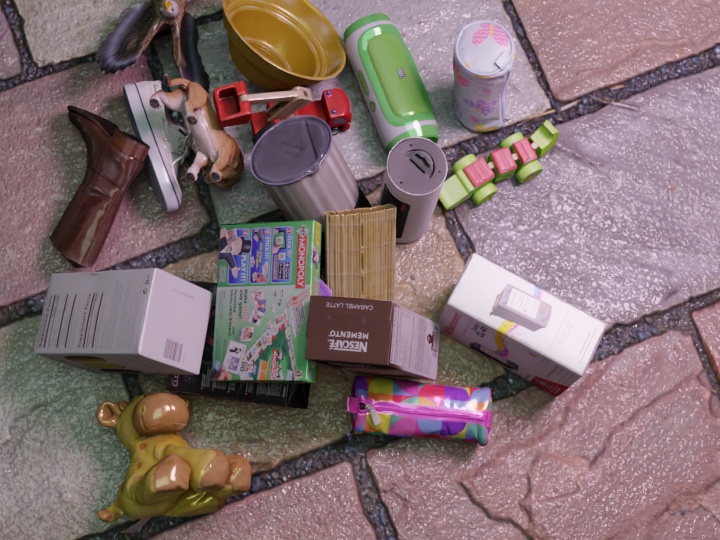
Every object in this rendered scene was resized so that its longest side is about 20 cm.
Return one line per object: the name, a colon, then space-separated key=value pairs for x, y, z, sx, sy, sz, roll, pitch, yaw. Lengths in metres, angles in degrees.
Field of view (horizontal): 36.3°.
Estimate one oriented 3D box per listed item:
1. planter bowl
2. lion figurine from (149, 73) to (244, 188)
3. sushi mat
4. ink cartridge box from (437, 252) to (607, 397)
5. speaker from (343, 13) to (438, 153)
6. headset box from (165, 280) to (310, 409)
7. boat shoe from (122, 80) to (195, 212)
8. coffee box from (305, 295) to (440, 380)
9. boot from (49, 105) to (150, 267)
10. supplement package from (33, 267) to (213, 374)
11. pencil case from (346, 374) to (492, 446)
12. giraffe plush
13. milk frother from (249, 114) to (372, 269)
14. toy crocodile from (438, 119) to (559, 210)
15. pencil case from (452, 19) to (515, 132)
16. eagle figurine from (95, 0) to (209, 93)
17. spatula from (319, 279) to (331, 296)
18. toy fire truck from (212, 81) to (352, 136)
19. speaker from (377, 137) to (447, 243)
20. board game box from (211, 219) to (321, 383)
planter bowl: x=-0.125 y=-0.318 z=1.569 sx=0.199 sy=0.084 sz=0.202 roll=23 pitch=41 yaw=-22
lion figurine: x=-0.213 y=-0.194 z=1.489 sx=0.072 sy=0.202 sz=0.123 roll=-5 pitch=31 yaw=17
sushi mat: x=0.000 y=0.000 z=1.469 sx=0.094 sy=0.202 sz=0.012 roll=-5 pitch=39 yaw=-7
ink cartridge box: x=0.209 y=0.075 z=1.468 sx=0.198 sy=0.148 sz=0.086 roll=27 pitch=74 yaw=5
speaker: x=0.044 y=-0.264 z=1.583 sx=0.088 sy=0.089 sz=0.202 roll=-20 pitch=77 yaw=-8
headset box: x=-0.162 y=0.096 z=1.446 sx=0.198 sy=0.075 sz=0.151 roll=3 pitch=81 yaw=21
boat shoe: x=-0.269 y=-0.182 z=1.556 sx=0.085 sy=0.075 sz=0.204 roll=-16 pitch=69 yaw=-16
coffee box: x=0.019 y=0.089 z=1.398 sx=0.113 sy=0.200 sz=0.081 roll=2 pitch=80 yaw=22
boot: x=-0.392 y=-0.115 z=1.532 sx=0.186 sy=0.064 sz=0.202 roll=32 pitch=99 yaw=41
supplement package: x=-0.305 y=0.068 z=1.413 sx=0.198 sy=0.113 sz=0.111 roll=-3 pitch=71 yaw=36
pencil case: x=0.078 y=0.187 z=1.465 sx=0.197 sy=0.088 sz=0.089 roll=4 pitch=75 yaw=-3
giraffe plush: x=-0.255 y=0.229 z=1.417 sx=0.199 sy=0.172 sz=0.164 roll=-27 pitch=63 yaw=25
milk frother: x=-0.102 y=-0.077 z=1.470 sx=0.179 sy=0.189 sz=0.201 roll=21 pitch=66 yaw=37
toy crocodile: x=0.196 y=-0.149 z=1.572 sx=0.198 sy=0.062 sz=0.068 roll=-27 pitch=78 yaw=-9
pencil case: x=0.172 y=-0.267 z=1.534 sx=0.083 sy=0.200 sz=0.091 roll=-34 pitch=72 yaw=-5
eagle figurine: x=-0.277 y=-0.347 z=1.564 sx=0.150 sy=0.151 sz=0.202 roll=16 pitch=90 yaw=25
spatula: x=-0.124 y=0.082 z=1.488 sx=0.200 sy=0.021 sz=0.057 roll=-44 pitch=85 yaw=3
toy fire truck: x=-0.104 y=-0.223 z=1.529 sx=0.198 sy=0.141 sz=0.049 roll=-13 pitch=76 yaw=-10
speaker: x=0.067 y=-0.105 z=1.480 sx=0.080 sy=0.200 sz=0.082 roll=1 pitch=74 yaw=-4
board game box: x=-0.118 y=0.040 z=1.384 sx=0.133 sy=0.029 sz=0.203 roll=-1 pitch=79 yaw=19
